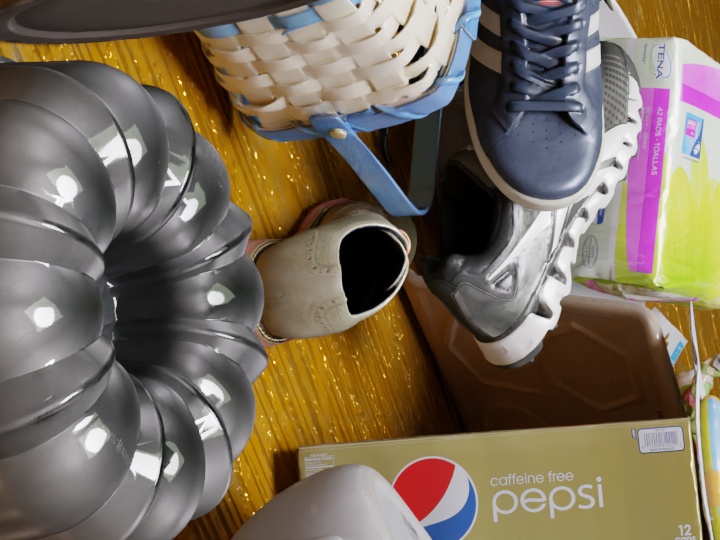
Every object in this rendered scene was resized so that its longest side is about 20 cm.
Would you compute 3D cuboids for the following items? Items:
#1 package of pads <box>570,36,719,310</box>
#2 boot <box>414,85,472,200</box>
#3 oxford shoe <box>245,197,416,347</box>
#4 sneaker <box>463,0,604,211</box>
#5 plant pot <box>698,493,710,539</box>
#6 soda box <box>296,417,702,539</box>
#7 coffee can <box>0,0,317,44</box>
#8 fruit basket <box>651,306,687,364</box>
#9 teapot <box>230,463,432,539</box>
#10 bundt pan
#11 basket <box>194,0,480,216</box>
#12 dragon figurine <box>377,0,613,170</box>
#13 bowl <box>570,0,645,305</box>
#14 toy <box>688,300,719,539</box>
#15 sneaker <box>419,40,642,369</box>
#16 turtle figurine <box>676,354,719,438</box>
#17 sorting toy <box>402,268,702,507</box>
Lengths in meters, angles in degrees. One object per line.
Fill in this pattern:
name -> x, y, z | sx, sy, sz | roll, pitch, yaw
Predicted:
package of pads -> 0.206, -0.054, 0.835 | 0.199, 0.068, 0.157 | 6, 90, -57
boot -> 0.089, -0.045, 0.901 | 0.200, 0.073, 0.096 | 56, 29, -47
oxford shoe -> 0.000, 0.000, 0.695 | 0.200, 0.073, 0.072 | -33, 113, -63
sneaker -> 0.091, -0.134, 0.649 | 0.085, 0.074, 0.202 | 99, -10, -73
plant pot -> 0.115, 0.197, 0.769 | 0.200, 0.177, 0.203 | -7, 90, -66
soda box -> 0.070, 0.114, 0.660 | 0.068, 0.197, 0.065 | 32, 54, -77
coffee can -> -0.085, -0.198, 0.475 | 0.146, 0.145, 0.203 | -17, 99, -65
fruit basket -> 0.195, 0.133, 0.975 | 0.201, 0.093, 0.185 | -57, 156, 2
teapot -> -0.015, 0.189, 0.541 | 0.201, 0.145, 0.197 | 58, 2, 3
bundt pan -> -0.098, 0.015, 0.475 | 0.202, 0.075, 0.204 | 27, 60, -61
basket -> 0.000, -0.144, 0.654 | 0.200, 0.138, 0.178 | 37, 54, -51
dragon figurine -> 0.072, -0.131, 0.769 | 0.059, 0.200, 0.100 | 26, 20, -38
bowl -> 0.138, -0.060, 0.862 | 0.200, 0.074, 0.202 | 44, 57, -48
toy -> 0.214, 0.130, 0.712 | 0.115, 0.047, 0.202 | -70, 151, -59
sneaker -> 0.092, -0.054, 0.704 | 0.090, 0.066, 0.202 | 35, 70, -28
turtle figurine -> 0.435, 0.171, 1.495 | 0.201, 0.143, 0.194 | -58, -179, 11
sorting toy -> 0.129, 0.079, 0.824 | 0.036, 0.199, 0.186 | -46, 129, -30
